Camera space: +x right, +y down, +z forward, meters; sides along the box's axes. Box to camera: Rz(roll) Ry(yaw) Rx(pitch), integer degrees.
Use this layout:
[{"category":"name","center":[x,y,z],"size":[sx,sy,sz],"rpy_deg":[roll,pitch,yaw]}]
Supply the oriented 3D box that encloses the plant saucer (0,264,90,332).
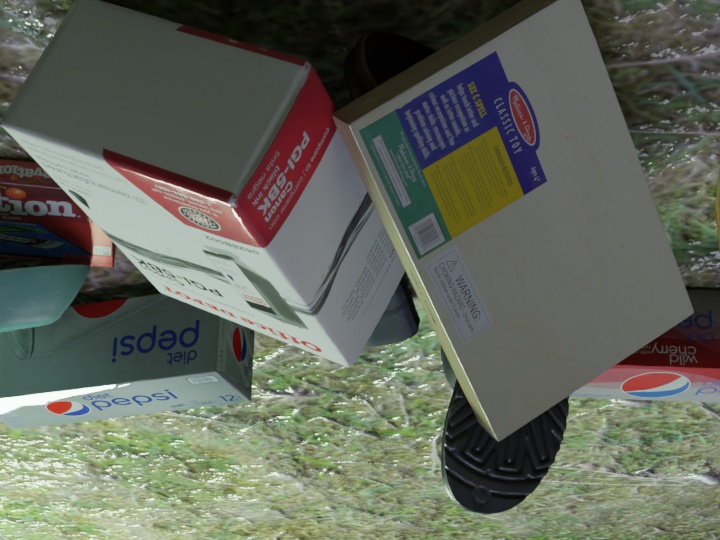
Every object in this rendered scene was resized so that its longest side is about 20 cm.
[{"category":"plant saucer","center":[-0.273,0.027,0.880],"size":[0.199,0.036,0.200],"rpy_deg":[-9,179,0]}]

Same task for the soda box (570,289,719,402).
[{"category":"soda box","center":[0.244,0.056,0.982],"size":[0.199,0.064,0.070],"rpy_deg":[3,153,-2]}]

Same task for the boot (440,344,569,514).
[{"category":"boot","center":[0.075,0.063,0.839],"size":[0.065,0.166,0.200],"rpy_deg":[18,172,-6]}]

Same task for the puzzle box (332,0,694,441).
[{"category":"puzzle box","center":[0.084,-0.026,0.690],"size":[0.133,0.025,0.201],"rpy_deg":[-31,117,-9]}]

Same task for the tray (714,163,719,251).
[{"category":"tray","center":[0.314,-0.052,0.796],"size":[0.199,0.037,0.099],"rpy_deg":[-4,153,9]}]

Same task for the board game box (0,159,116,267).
[{"category":"board game box","center":[-0.255,-0.041,0.858],"size":[0.199,0.020,0.103],"rpy_deg":[5,152,-8]}]

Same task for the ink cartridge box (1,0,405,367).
[{"category":"ink cartridge box","center":[-0.072,-0.040,0.724],"size":[0.146,0.083,0.200],"rpy_deg":[19,161,26]}]

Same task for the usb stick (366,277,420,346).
[{"category":"usb stick","center":[0.000,0.000,0.914],"size":[0.055,0.033,0.200],"rpy_deg":[-3,153,10]}]

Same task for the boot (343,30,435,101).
[{"category":"boot","center":[0.022,-0.059,0.751],"size":[0.097,0.075,0.200],"rpy_deg":[-17,150,26]}]

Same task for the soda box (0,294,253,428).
[{"category":"soda box","center":[-0.180,0.065,0.993],"size":[0.199,0.069,0.063],"rpy_deg":[-8,153,18]}]
